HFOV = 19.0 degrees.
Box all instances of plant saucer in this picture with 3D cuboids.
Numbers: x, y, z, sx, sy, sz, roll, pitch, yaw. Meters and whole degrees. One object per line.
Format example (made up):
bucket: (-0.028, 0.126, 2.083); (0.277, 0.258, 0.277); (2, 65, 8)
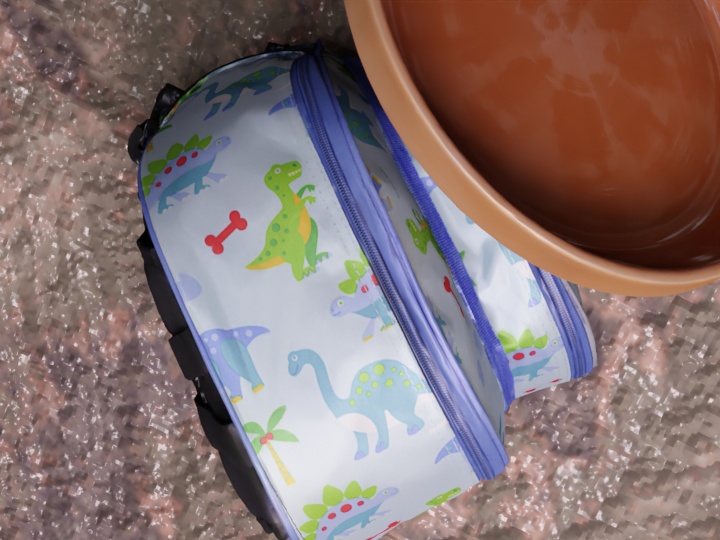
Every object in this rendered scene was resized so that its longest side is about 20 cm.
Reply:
plant saucer: (0.076, -0.084, 0.754); (0.201, 0.200, 0.032); (50, 141, -4)

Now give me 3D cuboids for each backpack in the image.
backpack: (0.000, 0.000, 0.794); (0.146, 0.200, 0.184); (-26, 98, 6)
